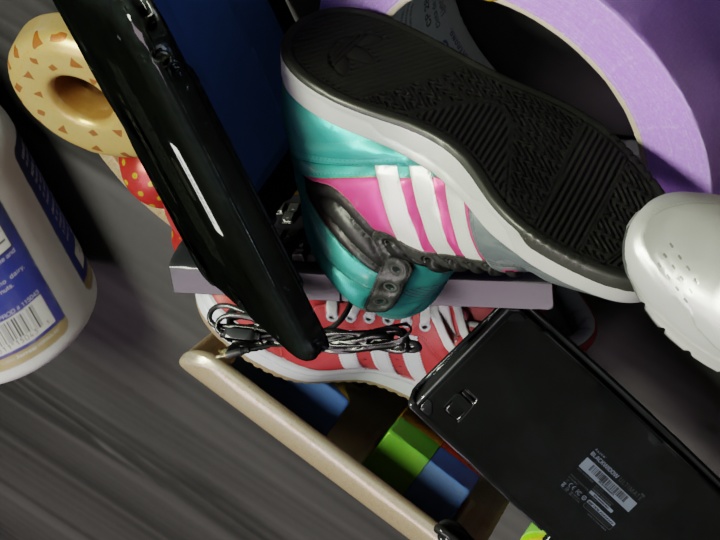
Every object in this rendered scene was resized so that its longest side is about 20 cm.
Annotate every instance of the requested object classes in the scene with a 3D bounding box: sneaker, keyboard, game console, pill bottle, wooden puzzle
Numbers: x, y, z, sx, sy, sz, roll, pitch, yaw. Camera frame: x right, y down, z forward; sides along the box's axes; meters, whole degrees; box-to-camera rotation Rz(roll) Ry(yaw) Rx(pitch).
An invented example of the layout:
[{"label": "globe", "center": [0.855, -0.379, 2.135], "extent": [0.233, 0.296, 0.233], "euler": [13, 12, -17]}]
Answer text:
[{"label": "sneaker", "center": [0.192, 0.018, 0.865], "extent": [0.199, 0.075, 0.087], "euler": [25, 169, 14]}, {"label": "keyboard", "center": [0.000, 0.000, 1.104], "extent": [0.198, 0.127, 0.021], "euler": [1, 129, 20]}, {"label": "keyboard", "center": [0.103, 0.119, 1.121], "extent": [0.200, 0.127, 0.021], "euler": [43, -170, -11]}, {"label": "sneaker", "center": [0.024, 0.016, 1.153], "extent": [0.199, 0.072, 0.113], "euler": [17, 145, -19]}, {"label": "sneaker", "center": [0.045, -0.019, 0.989], "extent": [0.199, 0.084, 0.121], "euler": [34, 146, 23]}, {"label": "game console", "center": [-0.053, -0.089, 1.037], "extent": [0.176, 0.116, 0.201], "euler": [38, 159, 55]}, {"label": "pill bottle", "center": [-0.249, -0.039, 1.374], "extent": [0.119, 0.120, 0.201], "euler": [12, 140, 37]}, {"label": "wooden puzzle", "center": [0.007, 0.072, 1.242], "extent": [0.185, 0.046, 0.200], "euler": [36, -166, 4]}]

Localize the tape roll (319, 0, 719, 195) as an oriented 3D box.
[{"label": "tape roll", "center": [0.081, -0.089, 1.007], "extent": [0.199, 0.066, 0.201], "euler": [28, 149, 19]}]

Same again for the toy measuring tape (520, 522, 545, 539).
[{"label": "toy measuring tape", "center": [0.130, 0.142, 1.258], "extent": [0.073, 0.074, 0.200], "euler": [32, 149, 11]}]

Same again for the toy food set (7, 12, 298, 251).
[{"label": "toy food set", "center": [-0.089, -0.067, 1.233], "extent": [0.197, 0.049, 0.201], "euler": [0, 132, 47]}]
